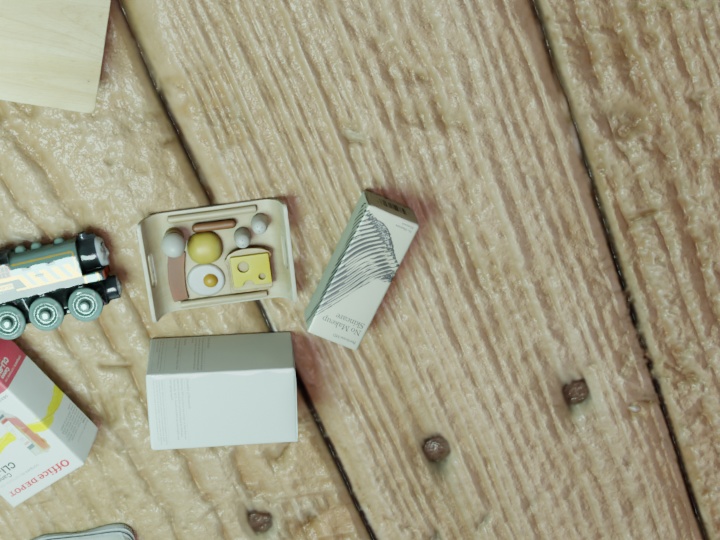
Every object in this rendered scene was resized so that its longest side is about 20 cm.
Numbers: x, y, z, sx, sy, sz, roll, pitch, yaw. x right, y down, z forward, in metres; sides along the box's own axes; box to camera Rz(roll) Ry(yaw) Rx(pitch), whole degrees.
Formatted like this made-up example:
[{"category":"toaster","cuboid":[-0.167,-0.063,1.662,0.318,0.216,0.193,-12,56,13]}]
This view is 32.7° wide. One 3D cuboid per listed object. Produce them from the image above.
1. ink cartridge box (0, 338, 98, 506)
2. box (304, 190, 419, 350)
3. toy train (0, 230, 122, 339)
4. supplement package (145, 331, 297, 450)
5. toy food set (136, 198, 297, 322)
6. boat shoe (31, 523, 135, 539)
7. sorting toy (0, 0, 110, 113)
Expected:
[{"category":"ink cartridge box","cuboid":[-0.478,0.205,1.667,0.145,0.084,0.200,-31,113,21]},{"category":"box","cuboid":[0.000,0.000,1.660,0.082,0.068,0.201,21,108,-14]},{"category":"toy train","cuboid":[-0.419,0.018,1.618,0.199,0.085,0.115,-13,103,-1]},{"category":"supplement package","cuboid":[-0.187,0.163,1.680,0.199,0.117,0.118,-3,112,-4]},{"category":"toy food set","cuboid":[-0.189,-0.010,1.639,0.199,0.060,0.144,-7,112,-3]},{"category":"boat shoe","cuboid":[-0.428,0.421,1.784,0.199,0.067,0.074,-20,112,2]},{"category":"sorting toy","cuboid":[-0.409,-0.309,1.483,0.199,0.070,0.200,7,111,-16]}]
